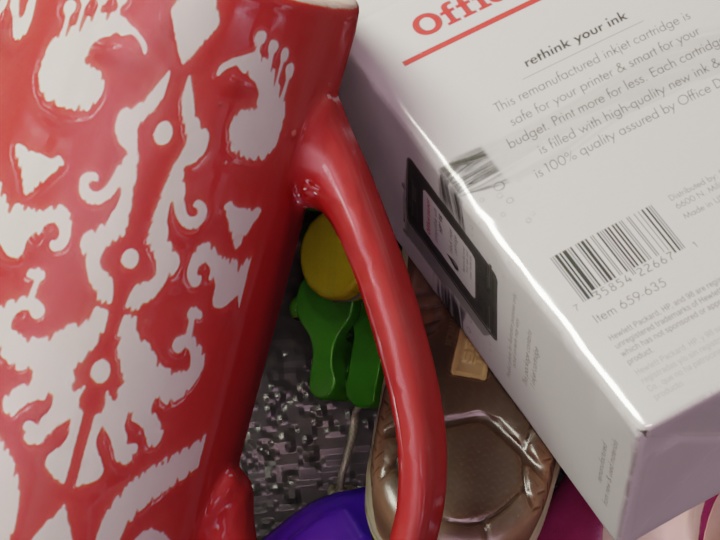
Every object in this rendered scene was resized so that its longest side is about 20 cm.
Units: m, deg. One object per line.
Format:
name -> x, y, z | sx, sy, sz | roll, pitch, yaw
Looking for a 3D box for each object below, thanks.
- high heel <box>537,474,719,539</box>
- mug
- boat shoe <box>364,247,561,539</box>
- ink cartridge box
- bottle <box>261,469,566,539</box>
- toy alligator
high heel -> 0.112, 0.061, 0.767 | 0.067, 0.096, 0.200 | 38, 59, -13
mug -> -0.061, 0.008, 0.717 | 0.177, 0.133, 0.201 | 14, 101, -17
boat shoe -> 0.043, 0.018, 0.799 | 0.074, 0.075, 0.203 | 17, 56, 10
ink cartridge box -> 0.070, -0.035, 0.748 | 0.116, 0.067, 0.200 | -26, 60, -16
bottle -> 0.009, 0.109, 0.819 | 0.199, 0.065, 0.084 | -10, 127, -19
toy alligator -> 0.000, 0.000, 0.854 | 0.054, 0.059, 0.201 | 23, 101, 41
